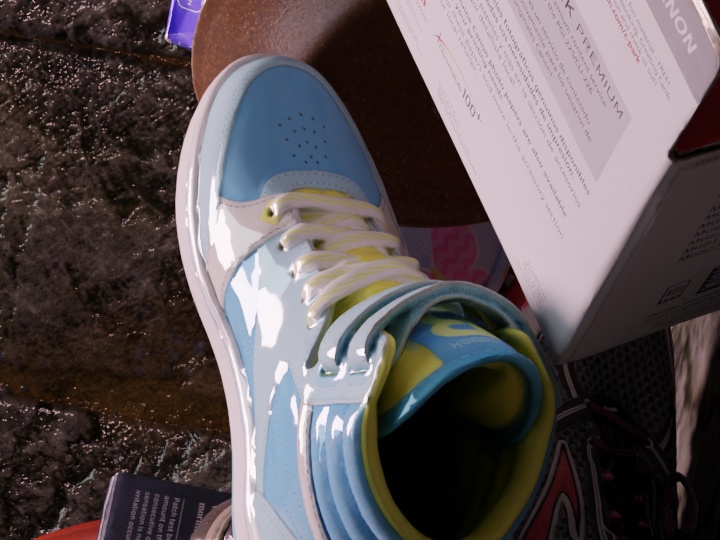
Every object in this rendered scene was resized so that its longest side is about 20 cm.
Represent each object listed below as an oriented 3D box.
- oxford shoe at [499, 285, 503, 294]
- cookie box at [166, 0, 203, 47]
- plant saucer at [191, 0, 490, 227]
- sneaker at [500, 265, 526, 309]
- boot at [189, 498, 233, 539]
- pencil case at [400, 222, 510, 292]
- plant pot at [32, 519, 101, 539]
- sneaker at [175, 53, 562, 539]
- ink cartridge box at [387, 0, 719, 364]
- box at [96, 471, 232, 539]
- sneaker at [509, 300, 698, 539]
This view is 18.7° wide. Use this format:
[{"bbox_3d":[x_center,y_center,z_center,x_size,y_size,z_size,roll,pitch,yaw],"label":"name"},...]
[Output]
[{"bbox_3d":[0.073,-0.034,1.019,0.071,0.073,0.200,-95,17,-79],"label":"oxford shoe"},{"bbox_3d":[0.027,-0.153,0.953,0.075,0.200,0.171,-19,-54,-56],"label":"cookie box"},{"bbox_3d":[0.042,-0.074,0.769,0.200,0.200,0.037,105,155,-50],"label":"plant saucer"},{"bbox_3d":[0.063,0.063,0.877,0.200,0.078,0.116,-87,7,-57],"label":"sneaker"},{"bbox_3d":[0.039,0.155,0.772,0.151,0.200,0.073,-23,11,47],"label":"boot"},{"bbox_3d":[0.000,0.000,0.966,0.200,0.091,0.083,147,125,-72],"label":"pencil case"},{"bbox_3d":[-0.058,0.220,1.226,0.176,0.200,0.200,-39,58,57],"label":"plant pot"},{"bbox_3d":[0.006,0.008,0.655,0.131,0.079,0.200,-41,57,58],"label":"sneaker"},{"bbox_3d":[0.065,-0.104,0.582,0.176,0.084,0.200,109,140,-66],"label":"ink cartridge box"},{"bbox_3d":[-0.033,0.189,1.013,0.148,0.200,0.107,107,174,-56],"label":"box"},{"bbox_3d":[0.078,0.090,0.675,0.075,0.081,0.200,-28,45,48],"label":"sneaker"}]
